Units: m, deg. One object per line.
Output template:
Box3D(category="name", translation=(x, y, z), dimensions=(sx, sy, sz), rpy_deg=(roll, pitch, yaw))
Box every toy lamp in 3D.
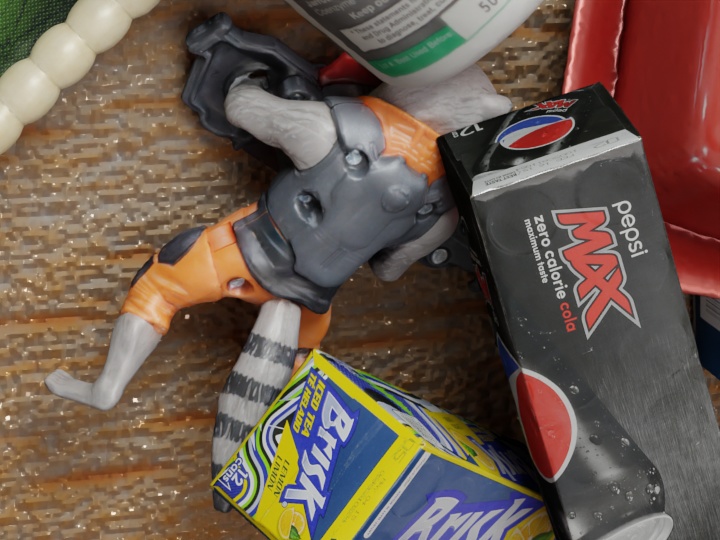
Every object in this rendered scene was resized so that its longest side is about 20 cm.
Box3D(category="toy lamp", translation=(-0.133, -0.058, 1.039), dimensions=(0.200, 0.058, 0.058), rpy_deg=(-45, 121, -3))

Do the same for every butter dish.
Box3D(category="butter dish", translation=(0.191, -0.086, 1.083), dimensions=(0.200, 0.148, 0.199), rpy_deg=(10, 83, -12))

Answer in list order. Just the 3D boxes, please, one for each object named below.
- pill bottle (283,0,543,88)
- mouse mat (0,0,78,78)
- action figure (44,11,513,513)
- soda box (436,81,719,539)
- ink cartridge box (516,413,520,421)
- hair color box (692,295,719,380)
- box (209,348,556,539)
Box3D(category="pill bottle", translation=(-0.022, -0.164, 0.994), dimensions=(0.200, 0.113, 0.113), rpy_deg=(38, 93, -27))
Box3D(category="mouse mat", translation=(-0.180, -0.107, 1.033), dimensions=(0.161, 0.008, 0.200), rpy_deg=(39, 93, -31))
Box3D(category="action figure", translation=(0.000, 0.000, 1.102), dimensions=(0.200, 0.105, 0.193), rpy_deg=(26, 109, -29))
Box3D(category="soda box", translation=(0.090, 0.036, 1.063), dimensions=(0.071, 0.063, 0.200), rpy_deg=(-19, 115, -2))
Box3D(category="ink cartridge box", translation=(0.131, 0.096, 1.196), dimensions=(0.044, 0.094, 0.200), rpy_deg=(-21, 123, 20))
Box3D(category="hair color box", translation=(0.244, -0.014, 1.222), dimensions=(0.200, 0.061, 0.100), rpy_deg=(-11, 113, -19))
Box3D(category="box", translation=(0.025, 0.094, 1.120), dimensions=(0.070, 0.064, 0.200), rpy_deg=(-53, 151, 5))
